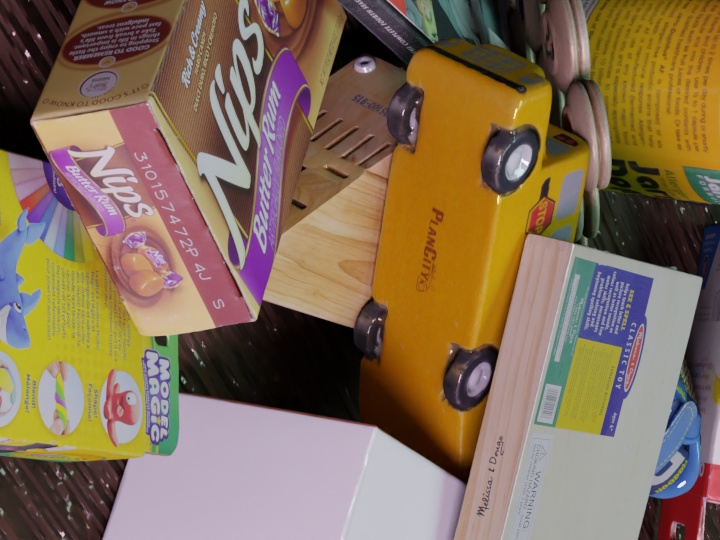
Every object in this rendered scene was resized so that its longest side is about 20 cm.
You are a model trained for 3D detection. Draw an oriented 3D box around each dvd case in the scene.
[{"bbox_3d":[0.019,-0.160,1.294,0.200,0.022,0.146,34,44,-56],"label":"dvd case"}]

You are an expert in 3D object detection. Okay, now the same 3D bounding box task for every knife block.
[{"bbox_3d":[0.000,0.000,1.312,0.200,0.064,0.176,-37,138,-32],"label":"knife block"}]

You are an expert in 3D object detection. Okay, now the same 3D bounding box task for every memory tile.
[{"bbox_3d":[0.087,-0.105,1.348,0.153,0.017,0.200,94,-13,-65],"label":"memory tile"}]

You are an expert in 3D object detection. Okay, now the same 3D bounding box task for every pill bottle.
[{"bbox_3d":[0.178,-0.090,1.443,0.113,0.200,0.113,-17,111,-54],"label":"pill bottle"}]

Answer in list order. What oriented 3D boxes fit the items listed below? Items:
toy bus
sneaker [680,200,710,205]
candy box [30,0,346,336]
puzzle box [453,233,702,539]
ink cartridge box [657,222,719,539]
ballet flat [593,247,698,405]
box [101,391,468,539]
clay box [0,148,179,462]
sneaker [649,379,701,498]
[{"bbox_3d":[0.051,-0.004,1.260,0.078,0.065,0.200,-21,129,-44],"label":"toy bus"},{"bbox_3d":[0.200,-0.129,1.587,0.079,0.074,0.200,-27,119,-45],"label":"sneaker"},{"bbox_3d":[-0.066,-0.084,1.160,0.200,0.056,0.117,-76,151,-47],"label":"candy box"},{"bbox_3d":[0.092,0.088,1.270,0.133,0.025,0.200,13,91,-57],"label":"puzzle box"},{"bbox_3d":[0.223,0.075,1.618,0.116,0.067,0.200,171,-72,-85],"label":"ink cartridge box"},{"bbox_3d":[0.134,0.033,1.540,0.200,0.068,0.075,46,37,-56],"label":"ballet flat"},{"bbox_3d":[-0.008,0.136,1.282,0.200,0.124,0.098,36,67,-54],"label":"box"},{"bbox_3d":[-0.144,0.013,1.104,0.200,0.048,0.115,15,71,-57],"label":"clay box"},{"bbox_3d":[0.128,0.066,1.394,0.074,0.082,0.200,-35,162,9],"label":"sneaker"}]
